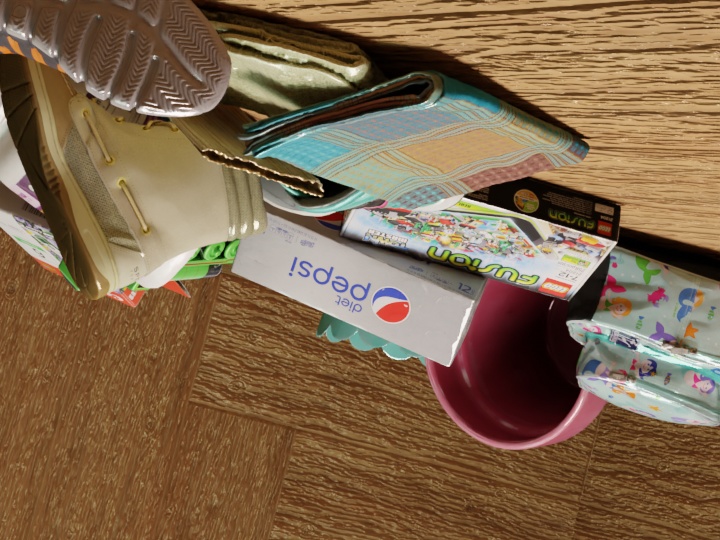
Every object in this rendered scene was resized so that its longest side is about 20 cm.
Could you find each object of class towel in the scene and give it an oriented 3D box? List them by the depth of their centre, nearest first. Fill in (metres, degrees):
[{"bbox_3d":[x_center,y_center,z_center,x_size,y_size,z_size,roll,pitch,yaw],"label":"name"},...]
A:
[{"bbox_3d":[0.038,-0.077,1.250,0.146,0.022,0.199,-14,163,30],"label":"towel"},{"bbox_3d":[-0.052,-0.121,1.257,0.147,0.037,0.200,15,176,10],"label":"towel"}]

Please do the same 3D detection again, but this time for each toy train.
[{"bbox_3d":[-0.167,-0.012,1.628,0.042,0.057,0.199,44,-156,24],"label":"toy train"}]

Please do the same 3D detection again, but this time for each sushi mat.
[{"bbox_3d":[-0.102,-0.105,1.336,0.095,0.012,0.200,16,-162,-34],"label":"sushi mat"}]

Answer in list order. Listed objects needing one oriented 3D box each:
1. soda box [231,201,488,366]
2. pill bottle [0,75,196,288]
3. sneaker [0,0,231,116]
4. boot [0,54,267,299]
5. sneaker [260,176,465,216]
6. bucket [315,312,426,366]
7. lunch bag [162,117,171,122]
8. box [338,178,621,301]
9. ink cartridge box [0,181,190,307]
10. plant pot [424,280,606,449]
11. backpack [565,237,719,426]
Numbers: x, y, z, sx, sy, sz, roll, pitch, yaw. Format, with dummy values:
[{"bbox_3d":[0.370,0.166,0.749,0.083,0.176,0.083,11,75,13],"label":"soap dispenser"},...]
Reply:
[{"bbox_3d":[0.000,0.000,1.626,0.198,0.069,0.064,23,-150,6],"label":"soda box"},{"bbox_3d":[-0.203,-0.085,1.494,0.199,0.113,0.112,37,170,-14],"label":"pill bottle"},{"bbox_3d":[-0.166,-0.147,1.158,0.199,0.078,0.112,26,179,-3],"label":"sneaker"},{"bbox_3d":[-0.160,-0.097,1.415,0.154,0.202,0.072,-21,180,-25],"label":"boot"},{"bbox_3d":[-0.032,-0.077,1.419,0.199,0.085,0.120,0,172,41],"label":"sneaker"},{"bbox_3d":[0.060,0.029,2.136,0.205,0.136,0.207,14,175,1],"label":"bucket"},{"bbox_3d":[-0.175,-0.099,1.658,0.198,0.083,0.161,13,175,14],"label":"lunch bag"},{"bbox_3d":[0.092,-0.039,1.566,0.198,0.035,0.110,15,151,-8],"label":"box"},{"bbox_3d":[-0.232,-0.019,1.685,0.108,0.051,0.200,21,163,29],"label":"ink cartridge box"},{"bbox_3d":[0.191,0.068,1.967,0.199,0.202,0.178,11,-170,38],"label":"plant pot"},{"bbox_3d":[0.278,0.055,1.729,0.198,0.152,0.178,9,174,8],"label":"backpack"}]
